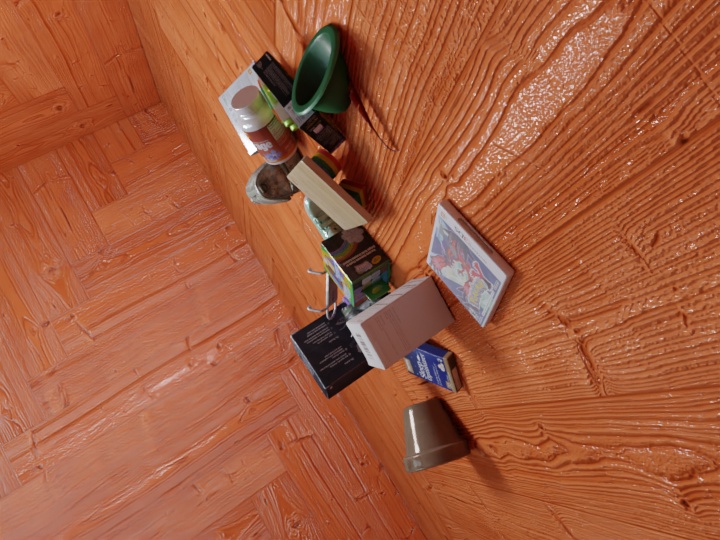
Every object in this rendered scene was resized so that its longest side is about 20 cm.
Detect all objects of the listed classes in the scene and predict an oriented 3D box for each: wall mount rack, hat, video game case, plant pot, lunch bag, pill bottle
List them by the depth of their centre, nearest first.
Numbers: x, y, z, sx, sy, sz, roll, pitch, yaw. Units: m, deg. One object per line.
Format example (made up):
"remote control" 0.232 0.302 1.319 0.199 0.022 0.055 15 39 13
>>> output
"video game case" 0.194 -0.008 0.982 0.183 0.023 0.201 52 162 25
"hat" -0.024 -0.346 1.040 0.165 0.174 0.203 1 78 57
"pill bottle" -0.259 -0.390 1.424 0.112 0.112 0.200 45 174 39
"plant pot" 0.199 0.473 1.538 0.201 0.198 0.177 110 144 -69
"wall mount rack" -0.100 0.035 1.561 0.074 0.174 0.203 8 109 18
"lunch bag" -0.258 -0.272 1.605 0.141 0.167 0.200 63 163 -13

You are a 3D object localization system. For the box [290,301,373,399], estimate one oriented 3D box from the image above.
"box" -0.075 0.240 1.593 0.201 0.195 0.118 51 162 25

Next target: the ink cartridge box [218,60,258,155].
"ink cartridge box" -0.307 -0.473 1.555 0.199 0.043 0.198 -25 96 39

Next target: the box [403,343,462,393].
"box" 0.166 0.236 1.375 0.199 0.032 0.122 16 137 46

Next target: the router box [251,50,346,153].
"router box" -0.132 -0.365 1.160 0.201 0.052 0.157 53 -168 20

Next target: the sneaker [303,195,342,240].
"sneaker" -0.085 -0.128 1.498 0.201 0.073 0.118 60 173 -35

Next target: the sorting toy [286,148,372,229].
"sorting toy" -0.063 -0.195 1.253 0.200 0.070 0.199 42 168 -13

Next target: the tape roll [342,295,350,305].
"tape roll" 0.033 0.142 1.603 0.201 0.084 0.201 52 161 26

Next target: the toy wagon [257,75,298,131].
"toy wagon" -0.210 -0.429 1.314 0.156 0.039 0.200 61 -172 -4

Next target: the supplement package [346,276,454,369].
"supplement package" 0.088 0.115 1.190 0.118 0.199 0.117 60 163 -4

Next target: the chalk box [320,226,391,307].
"chalk box" 0.000 0.000 1.387 0.201 0.124 0.125 52 162 27

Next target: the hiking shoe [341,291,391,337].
"hiking shoe" 0.041 0.123 1.446 0.199 0.075 0.102 -19 89 40
